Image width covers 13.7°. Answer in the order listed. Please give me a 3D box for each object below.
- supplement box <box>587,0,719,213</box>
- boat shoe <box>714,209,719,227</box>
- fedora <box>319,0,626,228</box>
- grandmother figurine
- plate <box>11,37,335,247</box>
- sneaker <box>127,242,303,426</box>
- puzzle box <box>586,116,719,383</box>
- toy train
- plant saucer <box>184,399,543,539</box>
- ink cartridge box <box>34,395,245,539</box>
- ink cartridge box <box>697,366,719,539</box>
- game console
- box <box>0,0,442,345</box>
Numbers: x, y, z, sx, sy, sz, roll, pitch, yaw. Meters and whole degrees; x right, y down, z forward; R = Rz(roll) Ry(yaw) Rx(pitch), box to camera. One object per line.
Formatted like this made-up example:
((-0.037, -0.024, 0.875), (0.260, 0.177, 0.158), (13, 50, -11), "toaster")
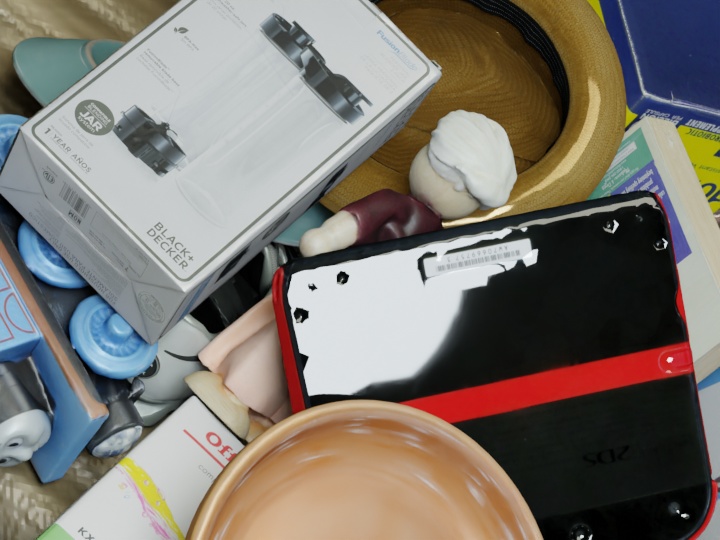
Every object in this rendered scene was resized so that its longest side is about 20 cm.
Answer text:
((0.131, -0.071, 1.680), (0.108, 0.200, 0.110), (11, 51, -31), "supplement box")
((0.175, -0.082, 1.766), (0.072, 0.072, 0.200), (-10, 33, -7), "boat shoe")
((0.041, -0.086, 1.596), (0.199, 0.082, 0.202), (0, 66, 0), "fedora")
((0.000, 0.000, 1.488), (0.061, 0.200, 0.121), (43, -2, 20), "grandmother figurine")
((-0.090, -0.076, 1.578), (0.199, 0.026, 0.200), (28, 16, -9), "plate")
((-0.056, 0.003, 1.566), (0.074, 0.089, 0.200), (42, 41, 0), "sneaker")
((0.115, 0.029, 1.591), (0.025, 0.200, 0.134), (8, 52, -43), "puzzle box")
((-0.183, 0.011, 1.468), (0.114, 0.087, 0.201), (-19, 71, -35), "toy train")
((0.000, 0.161, 1.372), (0.199, 0.037, 0.202), (7, 75, -29), "plant saucer")
((-0.086, 0.143, 1.443), (0.117, 0.067, 0.200), (44, 42, 1), "ink cartridge box")
((0.233, 0.092, 1.639), (0.146, 0.146, 0.201), (-31, 93, -47), "ink cartridge box")
((0.067, 0.065, 1.446), (0.199, 0.031, 0.178), (-11, 91, -10), "game console")
((-0.067, -0.070, 1.472), (0.117, 0.060, 0.200), (43, 57, 5), "box")
